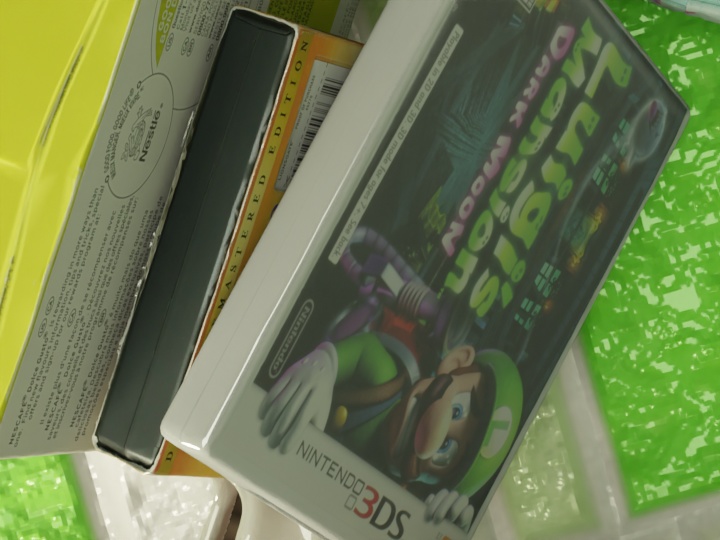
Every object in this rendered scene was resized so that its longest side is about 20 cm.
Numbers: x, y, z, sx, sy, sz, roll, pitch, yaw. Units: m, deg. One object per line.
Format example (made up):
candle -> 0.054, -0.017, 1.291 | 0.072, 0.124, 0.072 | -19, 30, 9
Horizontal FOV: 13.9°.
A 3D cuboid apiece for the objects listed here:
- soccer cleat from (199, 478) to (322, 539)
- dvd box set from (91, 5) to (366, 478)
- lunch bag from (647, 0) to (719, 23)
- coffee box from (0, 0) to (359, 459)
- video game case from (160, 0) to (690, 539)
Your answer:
soccer cleat -> -0.042, 0.157, 1.044 | 0.077, 0.069, 0.201 | 8, 88, -23
dvd box set -> 0.000, 0.000, 0.975 | 0.029, 0.200, 0.147 | 21, 96, 31
lunch bag -> 0.177, -0.155, 1.005 | 0.199, 0.077, 0.161 | 12, 94, 5
coffee box -> -0.135, -0.068, 0.964 | 0.199, 0.198, 0.201 | 21, 95, 17
video game case -> 0.029, -0.004, 0.963 | 0.023, 0.182, 0.200 | 23, 81, 31
